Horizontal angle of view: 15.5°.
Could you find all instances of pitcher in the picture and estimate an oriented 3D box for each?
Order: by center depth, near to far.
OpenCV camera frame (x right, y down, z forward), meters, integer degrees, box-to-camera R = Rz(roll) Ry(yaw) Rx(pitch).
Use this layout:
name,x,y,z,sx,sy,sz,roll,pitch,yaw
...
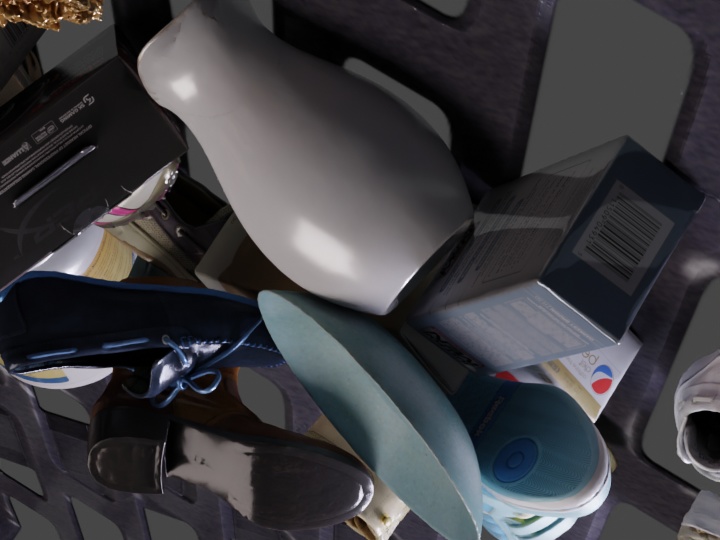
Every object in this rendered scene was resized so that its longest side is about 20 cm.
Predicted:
name,x,y,z,sx,sy,sz,roll,pitch,yaw
pitcher,-0.032,-0.067,1.560,0.200,0.121,0.172,43,175,6

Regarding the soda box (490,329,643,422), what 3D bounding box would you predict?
name,x,y,z,sx,sy,sz,roll,pitch,yaw
soda box,0.083,0.040,1.704,0.200,0.064,0.068,10,151,52

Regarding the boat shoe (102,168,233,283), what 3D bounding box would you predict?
name,x,y,z,sx,sy,sz,roll,pitch,yaw
boat shoe,-0.100,-0.021,1.865,0.200,0.072,0.065,33,119,14

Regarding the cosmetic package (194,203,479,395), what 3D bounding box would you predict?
name,x,y,z,sx,sy,sz,roll,pitch,yaw
cosmetic package,0.000,0.000,1.681,0.200,0.105,0.071,13,153,45

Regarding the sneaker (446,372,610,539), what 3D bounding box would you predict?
name,x,y,z,sx,sy,sz,roll,pitch,yaw
sneaker,0.116,0.131,1.656,0.131,0.080,0.200,46,169,-31

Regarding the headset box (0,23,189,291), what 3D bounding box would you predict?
name,x,y,z,sx,sy,sz,roll,pitch,yaw
headset box,-0.186,-0.071,1.625,0.075,0.149,0.200,53,-177,-13

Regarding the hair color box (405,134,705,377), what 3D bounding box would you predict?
name,x,y,z,sx,sy,sz,roll,pitch,yaw
hair color box,0.105,-0.004,1.482,0.061,0.099,0.200,37,163,-12

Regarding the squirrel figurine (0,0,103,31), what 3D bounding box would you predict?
name,x,y,z,sx,sy,sz,roll,pitch,yaw
squirrel figurine,-0.214,-0.186,1.425,0.200,0.187,0.142,10,151,52

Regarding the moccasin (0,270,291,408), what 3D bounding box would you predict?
name,x,y,z,sx,sy,sz,roll,pitch,yaw
moccasin,-0.136,0.050,1.639,0.200,0.068,0.080,6,156,-22

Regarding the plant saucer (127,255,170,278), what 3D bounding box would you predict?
name,x,y,z,sx,sy,sz,roll,pitch,yaw
plant saucer,-0.130,0.005,1.911,0.070,0.019,0.200,30,-167,-6

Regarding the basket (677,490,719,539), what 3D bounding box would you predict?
name,x,y,z,sx,sy,sz,roll,pitch,yaw
basket,0.280,0.266,1.852,0.135,0.124,0.200,23,159,28

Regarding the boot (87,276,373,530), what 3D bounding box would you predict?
name,x,y,z,sx,sy,sz,roll,pitch,yaw
boot,-0.081,0.083,1.737,0.188,0.200,0.069,4,121,0

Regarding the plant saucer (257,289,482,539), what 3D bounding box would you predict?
name,x,y,z,sx,sy,sz,roll,pitch,yaw
plant saucer,0.017,0.079,1.582,0.201,0.039,0.201,48,167,15

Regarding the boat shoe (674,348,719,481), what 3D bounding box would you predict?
name,x,y,z,sx,sy,sz,roll,pitch,yaw
boat shoe,0.217,0.092,1.595,0.073,0.065,0.200,30,162,11

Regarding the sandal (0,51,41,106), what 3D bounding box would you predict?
name,x,y,z,sx,sy,sz,roll,pitch,yaw
sandal,-0.251,-0.138,1.852,0.082,0.055,0.200,-3,164,21

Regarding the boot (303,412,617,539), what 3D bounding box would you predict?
name,x,y,z,sx,sy,sz,roll,pitch,yaw
boot,0.062,0.132,1.830,0.200,0.156,0.073,33,163,1

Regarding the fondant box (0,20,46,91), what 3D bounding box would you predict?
name,x,y,z,sx,sy,sz,roll,pitch,yaw
fondant box,-0.297,-0.179,1.666,0.200,0.144,0.058,25,161,26

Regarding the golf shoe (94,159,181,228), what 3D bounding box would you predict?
name,x,y,z,sx,sy,sz,roll,pitch,yaw
golf shoe,-0.211,-0.071,1.840,0.200,0.073,0.092,-8,157,41

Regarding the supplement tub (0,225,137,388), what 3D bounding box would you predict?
name,x,y,z,sx,sy,sz,roll,pitch,yaw
supplement tub,-0.252,-0.011,2.035,0.144,0.145,0.200,26,161,24
